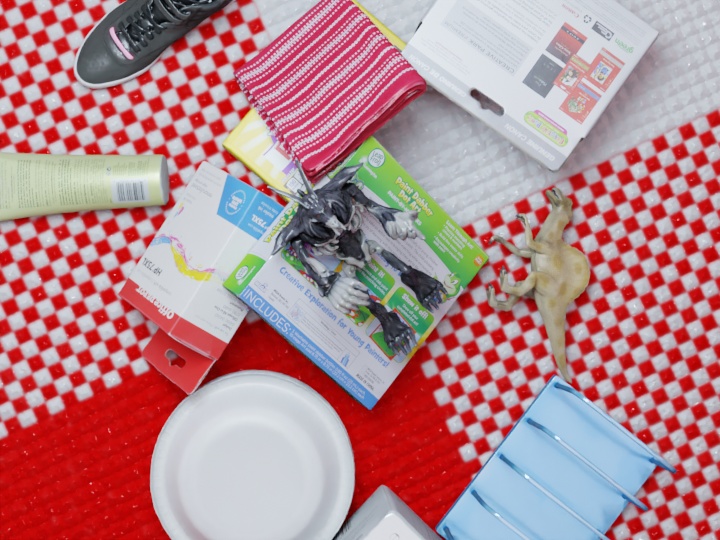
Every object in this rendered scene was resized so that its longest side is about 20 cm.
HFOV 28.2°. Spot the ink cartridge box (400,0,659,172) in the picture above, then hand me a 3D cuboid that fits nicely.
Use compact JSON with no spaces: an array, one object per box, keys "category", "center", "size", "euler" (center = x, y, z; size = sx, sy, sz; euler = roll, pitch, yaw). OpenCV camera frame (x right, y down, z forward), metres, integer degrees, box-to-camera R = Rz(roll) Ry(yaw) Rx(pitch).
[{"category":"ink cartridge box","center":[0.160,-0.217,1.427],"size":[0.200,0.084,0.176],"euler":[36,88,-1]}]

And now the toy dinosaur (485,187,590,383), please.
[{"category":"toy dinosaur","center":[0.182,0.015,1.433],"size":[0.101,0.058,0.200],"euler":[0,88,-13]}]

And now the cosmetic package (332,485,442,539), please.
[{"category":"cosmetic package","center":[0.040,0.340,1.373],"size":[0.200,0.166,0.167],"euler":[44,88,-2]}]

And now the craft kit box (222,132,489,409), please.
[{"category":"craft kit box","center":[0.000,0.000,1.384],"size":[0.198,0.049,0.200],"euler":[-49,122,-6]}]

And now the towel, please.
[{"category":"towel","center":[-0.034,-0.183,1.380],"size":[0.145,0.022,0.200],"euler":[-39,46,3]}]

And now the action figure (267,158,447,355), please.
[{"category":"action figure","center":[0.003,-0.016,1.299],"size":[0.119,0.102,0.200],"euler":[-49,125,-7]}]

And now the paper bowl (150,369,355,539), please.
[{"category":"paper bowl","center":[-0.105,0.199,1.402],"size":[0.200,0.104,0.201],"euler":[0,88,-1]}]

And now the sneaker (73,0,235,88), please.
[{"category":"sneaker","center":[-0.203,-0.251,1.407],"size":[0.200,0.099,0.071],"euler":[-34,92,-1]}]

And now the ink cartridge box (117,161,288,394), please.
[{"category":"ink cartridge box","center":[-0.157,0.006,1.390],"size":[0.067,0.116,0.200],"euler":[34,87,-39]}]

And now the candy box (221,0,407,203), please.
[{"category":"candy box","center":[-0.038,-0.169,1.449],"size":[0.102,0.026,0.200],"euler":[40,88,3]}]

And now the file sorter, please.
[{"category":"file sorter","center":[0.193,0.226,1.403],"size":[0.139,0.123,0.200],"euler":[38,87,-2]}]

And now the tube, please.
[{"category":"tube","center":[-0.293,-0.088,1.430],"size":[0.200,0.052,0.058],"euler":[-3,48,1]}]
